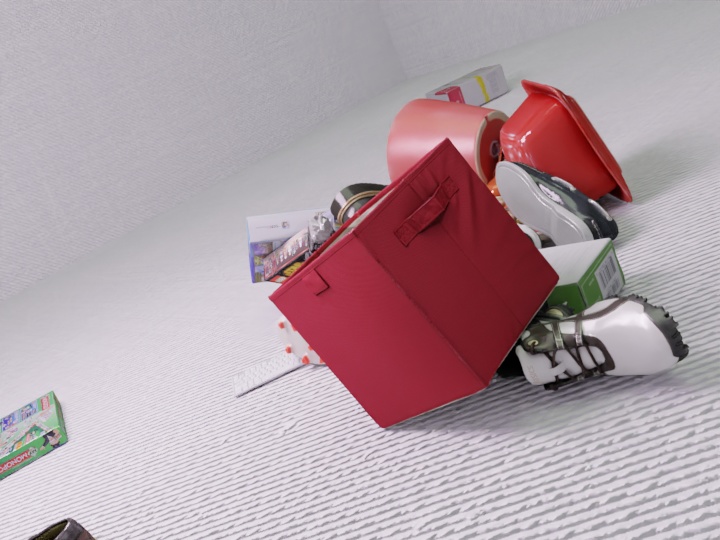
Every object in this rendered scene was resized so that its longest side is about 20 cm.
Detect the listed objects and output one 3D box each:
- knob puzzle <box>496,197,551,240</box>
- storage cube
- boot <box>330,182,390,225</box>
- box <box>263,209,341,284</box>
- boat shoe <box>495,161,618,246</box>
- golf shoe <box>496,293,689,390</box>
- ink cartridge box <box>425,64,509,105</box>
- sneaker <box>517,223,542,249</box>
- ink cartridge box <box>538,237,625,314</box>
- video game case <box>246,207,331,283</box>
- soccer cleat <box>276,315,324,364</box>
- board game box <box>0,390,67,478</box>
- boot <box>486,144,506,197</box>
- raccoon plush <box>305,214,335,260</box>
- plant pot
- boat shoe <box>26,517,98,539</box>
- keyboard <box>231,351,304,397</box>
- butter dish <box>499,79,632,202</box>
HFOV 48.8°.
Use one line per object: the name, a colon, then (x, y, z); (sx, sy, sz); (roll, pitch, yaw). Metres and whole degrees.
knob puzzle: (0.201, -0.076, 1.131); (0.216, 0.031, 0.220); (-4, 18, 1)
storage cube: (0.052, 0.017, 0.774); (0.171, 0.180, 0.200); (-46, 8, -39)
boot: (0.073, -0.049, 1.029); (0.198, 0.078, 0.139); (-14, 53, -36)
box: (-0.035, -0.024, 1.148); (0.136, 0.040, 0.199); (10, -25, -34)
boat shoe: (0.252, -0.086, 1.040); (0.060, 0.076, 0.200); (-21, 48, -19)
golf shoe: (0.196, 0.075, 0.705); (0.094, 0.078, 0.199); (-35, 9, -24)
ink cartridge box: (0.314, -0.523, 2.334); (0.198, 0.084, 0.145); (-28, 18, -14)
sneaker: (0.131, -0.014, 1.029); (0.198, 0.075, 0.079); (-15, 4, 27)
ink cartridge box: (0.181, 0.024, 0.890); (0.198, 0.060, 0.104); (-9, 22, 42)
video game case: (-0.085, -0.040, 1.235); (0.179, 0.046, 0.200); (-9, -16, -10)
soccer cleat: (-0.023, 0.080, 1.003); (0.198, 0.070, 0.077); (2, 24, 41)
board game box: (-0.519, 0.252, 1.208); (0.134, 0.029, 0.200); (-29, 17, -18)
boot: (0.253, -0.181, 1.342); (0.074, 0.108, 0.200); (-6, 26, 41)
raccoon plush: (0.000, 0.000, 1.046); (0.132, 0.098, 0.200); (-8, -22, -9)
plant pot: (0.173, -0.212, 1.425); (0.176, 0.203, 0.200); (6, 32, 42)
boat shoe: (-0.349, 0.297, 0.772); (0.198, 0.065, 0.073); (-26, 18, -3)
keyboard: (-0.080, 0.113, 1.064); (0.198, 0.011, 0.056); (-26, 17, -4)
butter dish: (0.264, -0.156, 1.142); (0.147, 0.201, 0.200); (-37, 15, 7)
